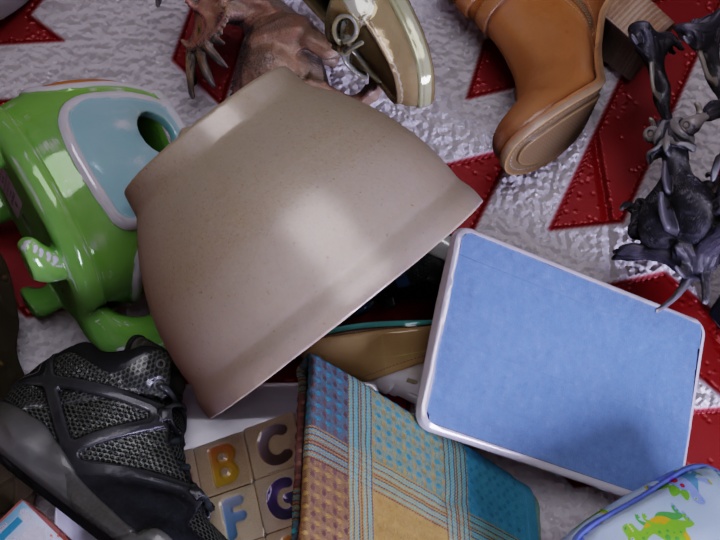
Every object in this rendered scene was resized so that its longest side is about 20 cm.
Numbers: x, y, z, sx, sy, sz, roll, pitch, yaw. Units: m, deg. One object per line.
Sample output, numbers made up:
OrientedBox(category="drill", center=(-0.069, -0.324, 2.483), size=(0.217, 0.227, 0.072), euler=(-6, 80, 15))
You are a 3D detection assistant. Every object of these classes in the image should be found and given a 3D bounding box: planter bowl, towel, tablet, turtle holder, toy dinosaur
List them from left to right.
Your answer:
OrientedBox(category="turtle holder", center=(-0.158, -0.038, 0.969), size=(0.132, 0.141, 0.186), euler=(-28, 59, -18))
OrientedBox(category="toy dinosaur", center=(-0.060, -0.125, 1.058), size=(0.135, 0.086, 0.200), euler=(-10, 70, -11))
OrientedBox(category="planter bowl", center=(-0.048, -0.030, 0.887), size=(0.200, 0.200, 0.135), euler=(-38, 91, -21))
OrientedBox(category="towel", center=(0.036, 0.148, 0.887), size=(0.200, 0.022, 0.147), euler=(33, 40, -32))
OrientedBox(category="tablet", center=(0.129, 0.064, 0.970), size=(0.200, 0.014, 0.130), euler=(20, 71, -24))

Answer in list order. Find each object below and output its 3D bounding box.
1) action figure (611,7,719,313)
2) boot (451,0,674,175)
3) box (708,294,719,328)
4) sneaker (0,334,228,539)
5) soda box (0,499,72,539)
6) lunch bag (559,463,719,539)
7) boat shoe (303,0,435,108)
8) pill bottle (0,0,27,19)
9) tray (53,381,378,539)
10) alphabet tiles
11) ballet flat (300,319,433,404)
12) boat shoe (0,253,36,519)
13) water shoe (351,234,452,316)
OrientedBox(category="action figure", center=(0.226, -0.068, 1.023), size=(0.102, 0.119, 0.200), euler=(11, 73, -38))
OrientedBox(category="boot", center=(0.111, -0.165, 1.102), size=(0.155, 0.074, 0.200), euler=(39, 54, 11))
OrientedBox(category="box", center=(0.345, -0.020, 0.982), size=(0.182, 0.200, 0.104), euler=(-30, 70, -19))
OrientedBox(category="sneaker", center=(-0.113, 0.110, 0.886), size=(0.199, 0.076, 0.114), euler=(35, 72, 19))
OrientedBox(category="soda box", center=(-0.234, 0.225, 0.867), size=(0.064, 0.068, 0.200), euler=(41, 72, 14))
OrientedBox(category="lunch bag", center=(0.194, 0.222, 0.894), size=(0.161, 0.082, 0.200), euler=(-23, 70, -37))
OrientedBox(category="boat shoe", center=(-0.018, -0.178, 1.002), size=(0.063, 0.073, 0.201), euler=(-26, 69, -12))
OrientedBox(category="pill bottle", center=(-0.314, -0.268, 1.083), size=(0.200, 0.112, 0.112), euler=(34, 66, 11))
OrientedBox(category="tray", center=(-0.087, 0.124, 0.958), size=(0.200, 0.022, 0.108), euler=(0, 78, -6))
OrientedBox(category="alphabet tiles", center=(-0.062, 0.188, 0.884), size=(0.166, 0.006, 0.200), euler=(-20, 64, 12))
OrientedBox(category="ballet flat", center=(0.062, 0.056, 0.992), size=(0.200, 0.069, 0.063), euler=(-9, 79, -9))
OrientedBox(category="boat shoe", center=(-0.247, 0.079, 0.953), size=(0.067, 0.072, 0.200), euler=(-18, 72, 22))
OrientedBox(category="water shoe", center=(0.000, 0.000, 1.021), size=(0.200, 0.072, 0.079), euler=(18, 87, 6))
